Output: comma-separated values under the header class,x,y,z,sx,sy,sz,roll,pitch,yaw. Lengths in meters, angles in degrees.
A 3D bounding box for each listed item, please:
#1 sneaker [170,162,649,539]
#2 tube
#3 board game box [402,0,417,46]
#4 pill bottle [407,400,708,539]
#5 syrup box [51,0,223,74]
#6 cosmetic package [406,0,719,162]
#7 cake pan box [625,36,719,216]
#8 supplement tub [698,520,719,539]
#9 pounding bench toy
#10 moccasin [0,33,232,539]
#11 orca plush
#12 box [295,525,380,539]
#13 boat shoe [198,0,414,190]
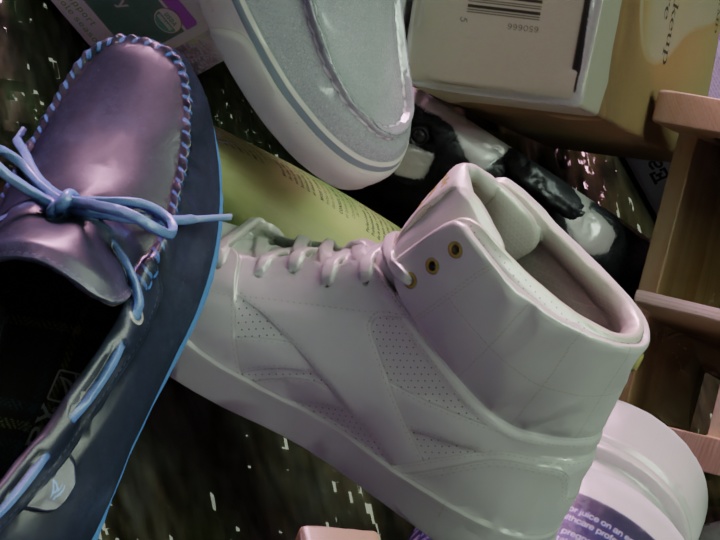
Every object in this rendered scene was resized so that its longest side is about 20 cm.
class,x,y,z,sx,sy,sz,roll,pitch,yaw
sneaker,0.000,0.000,0.937,0.200,0.116,0.074,31,28,8
tube,-0.015,-0.008,1.032,0.200,0.058,0.052,37,48,-34
board game box,0.039,-0.174,1.085,0.200,0.026,0.201,2,97,-71
pill bottle,0.057,0.137,0.988,0.111,0.111,0.200,50,41,-18
syrup box,-0.044,-0.159,1.055,0.079,0.081,0.200,50,43,-19
cosmetic package,0.086,-0.104,1.103,0.200,0.071,0.106,8,92,-71
cake pan box,0.158,-0.124,1.298,0.184,0.052,0.200,-38,101,-49
supplement tub,0.165,0.206,1.063,0.132,0.132,0.201,26,51,-39
pounding bench toy,0.203,0.016,1.127,0.200,0.124,0.157,17,87,-52
moccasin,-0.088,0.010,0.881,0.068,0.080,0.201,66,31,-61
orca plush,0.054,-0.010,1.128,0.105,0.071,0.200,35,4,40
box,-0.005,0.188,0.827,0.032,0.121,0.200,7,38,-25
boat shoe,-0.018,-0.128,0.946,0.070,0.071,0.201,-22,92,-52
